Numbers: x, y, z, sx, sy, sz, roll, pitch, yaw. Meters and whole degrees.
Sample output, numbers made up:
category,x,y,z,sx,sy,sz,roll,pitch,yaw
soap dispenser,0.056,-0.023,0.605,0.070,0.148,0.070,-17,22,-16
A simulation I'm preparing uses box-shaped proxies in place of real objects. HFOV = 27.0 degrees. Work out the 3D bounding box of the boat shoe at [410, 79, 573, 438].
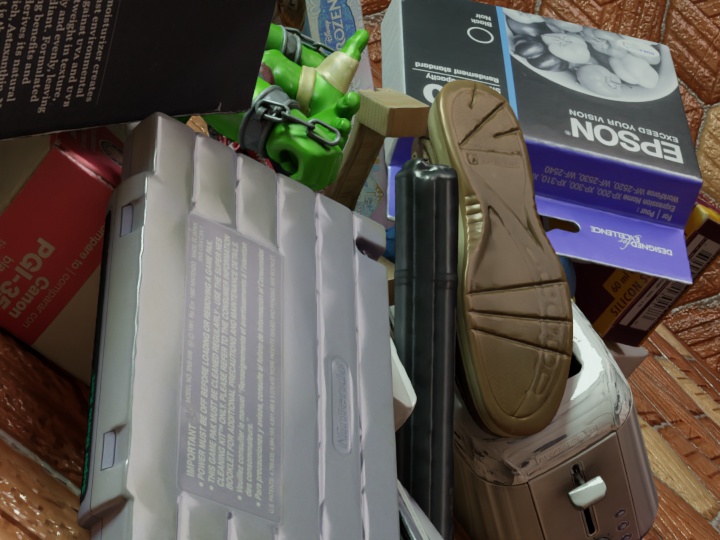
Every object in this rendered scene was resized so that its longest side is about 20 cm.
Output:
category,x,y,z,sx,sy,sz,roll,pitch,yaw
boat shoe,0.059,0.000,0.802,0.071,0.072,0.203,5,62,-31

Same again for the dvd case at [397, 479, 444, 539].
category,x,y,z,sx,sy,sz,roll,pitch,yaw
dvd case,0.070,0.182,0.609,0.201,0.016,0.149,54,3,-33

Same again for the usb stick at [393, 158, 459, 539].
category,x,y,z,sx,sy,sz,roll,pitch,yaw
usb stick,0.031,0.047,0.733,0.032,0.203,0.055,1,-2,1

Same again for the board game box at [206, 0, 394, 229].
category,x,y,z,sx,sy,sz,roll,pitch,yaw
board game box,-0.056,-0.136,0.979,0.199,0.043,0.202,24,-51,58

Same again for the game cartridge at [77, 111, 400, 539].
category,x,y,z,sx,sy,sz,roll,pitch,yaw
game cartridge,-0.042,0.046,0.566,0.129,0.038,0.202,22,48,-30

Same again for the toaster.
category,x,y,z,sx,sy,sz,roll,pitch,yaw
toaster,0.085,0.073,0.859,0.201,0.113,0.130,58,-9,40

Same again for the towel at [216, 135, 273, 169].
category,x,y,z,sx,sy,sz,roll,pitch,yaw
towel,-0.091,-0.107,0.923,0.201,0.022,0.145,60,-2,30

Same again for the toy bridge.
category,x,y,z,sx,sy,sz,roll,pitch,yaw
toy bridge,0.000,0.000,0.806,0.027,0.203,0.067,-9,26,-30

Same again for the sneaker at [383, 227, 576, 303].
category,x,y,z,sx,sy,sz,roll,pitch,yaw
sneaker,0.051,-0.025,0.971,0.198,0.066,0.079,20,-33,32

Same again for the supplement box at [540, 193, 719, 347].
category,x,y,z,sx,sy,sz,roll,pitch,yaw
supplement box,0.150,-0.056,1.046,0.200,0.111,0.085,47,16,25

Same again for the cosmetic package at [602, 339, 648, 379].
category,x,y,z,sx,sy,sz,roll,pitch,yaw
cosmetic package,0.094,0.035,1.118,0.200,0.123,0.199,44,11,15

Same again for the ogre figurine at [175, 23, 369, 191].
category,x,y,z,sx,sy,sz,roll,pitch,yaw
ogre figurine,-0.063,-0.100,0.761,0.119,0.099,0.201,25,37,-11

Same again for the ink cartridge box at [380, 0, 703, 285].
category,x,y,z,sx,sy,sz,roll,pitch,yaw
ink cartridge box,0.111,-0.090,0.934,0.195,0.044,0.202,11,43,-11

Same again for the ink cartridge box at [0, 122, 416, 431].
category,x,y,z,sx,sy,sz,roll,pitch,yaw
ink cartridge box,-0.082,0.007,0.687,0.199,0.083,0.147,38,11,-22

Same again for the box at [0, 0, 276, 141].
category,x,y,z,sx,sy,sz,roll,pitch,yaw
box,-0.163,-0.146,0.599,0.199,0.125,0.197,29,25,28
